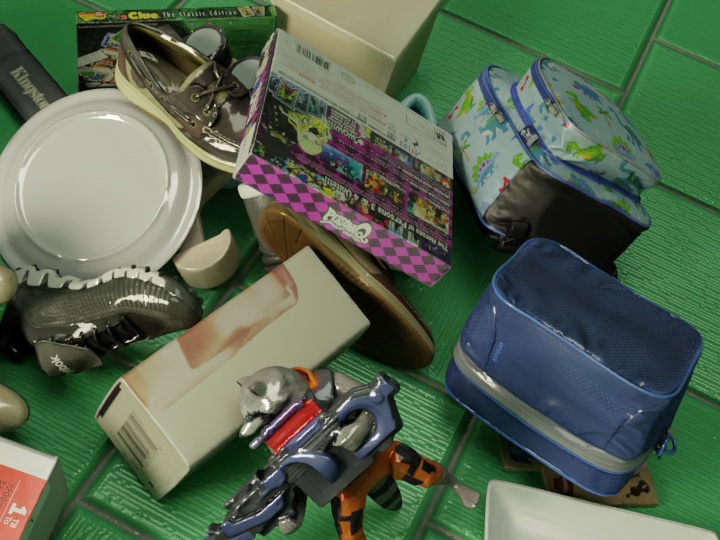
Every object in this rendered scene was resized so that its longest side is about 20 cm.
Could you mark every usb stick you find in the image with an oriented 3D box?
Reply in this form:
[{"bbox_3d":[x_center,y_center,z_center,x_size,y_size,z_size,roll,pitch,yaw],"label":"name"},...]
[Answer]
[{"bbox_3d":[-0.323,-0.174,1.094,0.055,0.033,0.200,-30,63,-27],"label":"usb stick"}]

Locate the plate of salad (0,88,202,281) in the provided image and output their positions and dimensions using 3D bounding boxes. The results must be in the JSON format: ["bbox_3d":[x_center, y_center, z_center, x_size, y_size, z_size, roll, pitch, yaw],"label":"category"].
[{"bbox_3d":[-0.237,-0.069,0.998,0.196,0.048,0.203,-2,71,4],"label":"plate of salad"}]

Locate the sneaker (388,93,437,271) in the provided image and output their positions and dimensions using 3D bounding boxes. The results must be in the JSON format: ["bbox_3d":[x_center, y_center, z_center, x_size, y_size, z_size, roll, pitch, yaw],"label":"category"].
[{"bbox_3d":[0.041,-0.094,1.080,0.073,0.083,0.202,6,50,-6],"label":"sneaker"}]

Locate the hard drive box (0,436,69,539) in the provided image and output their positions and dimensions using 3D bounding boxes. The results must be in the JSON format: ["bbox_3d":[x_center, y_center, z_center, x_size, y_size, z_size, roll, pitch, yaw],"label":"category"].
[{"bbox_3d":[-0.325,0.177,0.758,0.197,0.077,0.158,18,59,2],"label":"hard drive box"}]

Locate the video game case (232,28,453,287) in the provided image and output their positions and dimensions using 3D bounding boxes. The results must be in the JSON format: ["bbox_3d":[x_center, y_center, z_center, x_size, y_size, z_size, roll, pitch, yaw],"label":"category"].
[{"bbox_3d":[-0.006,-0.100,0.955,0.198,0.036,0.183,28,40,-21],"label":"video game case"}]

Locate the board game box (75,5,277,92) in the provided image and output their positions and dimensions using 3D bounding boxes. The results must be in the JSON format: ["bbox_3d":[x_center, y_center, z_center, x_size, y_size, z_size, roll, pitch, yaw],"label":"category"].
[{"bbox_3d":[-0.186,-0.216,1.115,0.197,0.106,0.024,-6,48,-18],"label":"board game box"}]

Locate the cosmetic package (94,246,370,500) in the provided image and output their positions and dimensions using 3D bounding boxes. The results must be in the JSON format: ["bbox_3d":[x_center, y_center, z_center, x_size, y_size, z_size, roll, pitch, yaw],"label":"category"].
[{"bbox_3d":[-0.100,0.079,0.878,0.199,0.103,0.088,-36,84,-36],"label":"cosmetic package"}]

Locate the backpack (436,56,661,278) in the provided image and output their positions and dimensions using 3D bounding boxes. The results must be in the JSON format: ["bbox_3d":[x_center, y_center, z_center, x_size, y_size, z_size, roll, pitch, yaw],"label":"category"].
[{"bbox_3d":[0.181,-0.112,1.067,0.181,0.147,0.201,20,30,-37],"label":"backpack"}]

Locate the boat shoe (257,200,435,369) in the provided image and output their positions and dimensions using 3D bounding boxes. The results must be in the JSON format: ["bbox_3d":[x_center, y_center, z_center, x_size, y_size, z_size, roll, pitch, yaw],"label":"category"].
[{"bbox_3d":[0.000,0.000,0.955,0.200,0.072,0.072,44,50,-14],"label":"boat shoe"}]

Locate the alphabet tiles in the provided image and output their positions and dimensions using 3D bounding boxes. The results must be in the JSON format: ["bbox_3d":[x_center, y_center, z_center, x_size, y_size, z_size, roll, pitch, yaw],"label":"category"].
[{"bbox_3d":[0.195,0.119,0.988,0.164,0.008,0.202,2,51,-12],"label":"alphabet tiles"}]

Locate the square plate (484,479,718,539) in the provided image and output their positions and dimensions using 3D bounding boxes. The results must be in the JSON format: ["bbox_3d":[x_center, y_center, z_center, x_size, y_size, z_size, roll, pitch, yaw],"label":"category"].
[{"bbox_3d":[0.182,0.272,0.843,0.195,0.029,0.202,14,49,-2],"label":"square plate"}]

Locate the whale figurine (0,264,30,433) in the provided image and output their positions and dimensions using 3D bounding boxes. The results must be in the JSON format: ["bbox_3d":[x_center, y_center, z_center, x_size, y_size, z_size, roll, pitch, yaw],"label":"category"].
[{"bbox_3d":[-0.328,0.050,0.873,0.158,0.104,0.201,-35,82,3],"label":"whale figurine"}]

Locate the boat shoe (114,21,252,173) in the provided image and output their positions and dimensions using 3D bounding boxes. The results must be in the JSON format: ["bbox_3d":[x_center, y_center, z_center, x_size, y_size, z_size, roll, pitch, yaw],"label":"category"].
[{"bbox_3d":[-0.141,-0.151,0.972,0.198,0.065,0.073,30,59,16],"label":"boat shoe"}]

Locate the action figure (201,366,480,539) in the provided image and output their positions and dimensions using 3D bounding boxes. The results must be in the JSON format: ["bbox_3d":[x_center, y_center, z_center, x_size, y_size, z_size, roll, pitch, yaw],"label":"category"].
[{"bbox_3d":[-0.033,0.151,0.814,0.199,0.194,0.105,-35,22,9],"label":"action figure"}]

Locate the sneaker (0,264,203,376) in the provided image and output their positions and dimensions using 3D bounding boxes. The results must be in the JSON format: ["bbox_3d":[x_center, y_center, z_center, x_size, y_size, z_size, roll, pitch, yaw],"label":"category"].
[{"bbox_3d":[-0.215,0.047,0.886,0.197,0.067,0.092,2,56,27],"label":"sneaker"}]

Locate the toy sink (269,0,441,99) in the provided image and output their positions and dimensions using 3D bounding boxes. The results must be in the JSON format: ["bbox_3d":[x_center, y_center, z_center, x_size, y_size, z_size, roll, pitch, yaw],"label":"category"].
[{"bbox_3d":[-0.035,-0.264,1.186,0.198,0.113,0.131,29,50,5],"label":"toy sink"}]

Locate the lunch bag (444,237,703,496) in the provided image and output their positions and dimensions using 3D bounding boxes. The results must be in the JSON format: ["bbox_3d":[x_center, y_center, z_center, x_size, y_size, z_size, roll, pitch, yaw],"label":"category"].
[{"bbox_3d":[0.179,0.088,0.922,0.199,0.134,0.135,34,36,17],"label":"lunch bag"}]

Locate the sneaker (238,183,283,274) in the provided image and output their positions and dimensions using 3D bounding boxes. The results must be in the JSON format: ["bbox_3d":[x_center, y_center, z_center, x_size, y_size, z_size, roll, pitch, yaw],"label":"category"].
[{"bbox_3d":[-0.044,-0.048,1.039,0.070,0.101,0.199,-6,10,28],"label":"sneaker"}]

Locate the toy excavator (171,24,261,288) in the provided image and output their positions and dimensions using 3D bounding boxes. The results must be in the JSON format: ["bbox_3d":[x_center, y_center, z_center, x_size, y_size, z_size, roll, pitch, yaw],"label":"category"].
[{"bbox_3d":[-0.142,-0.102,1.045,0.194,0.100,0.200,36,74,26],"label":"toy excavator"}]
